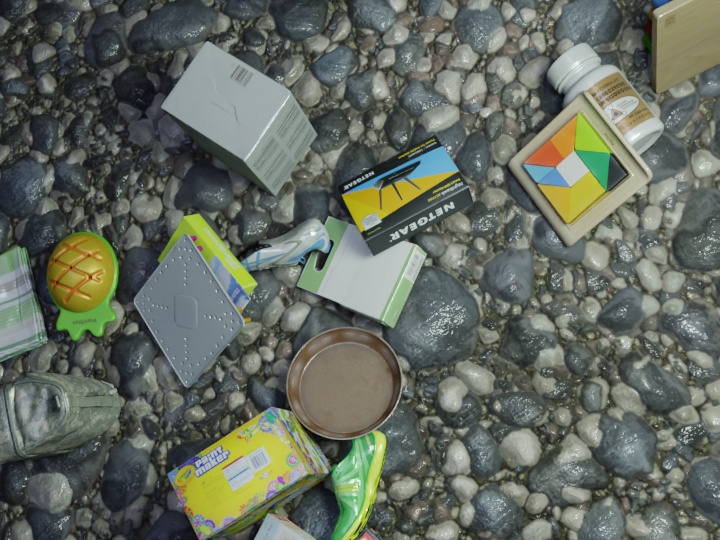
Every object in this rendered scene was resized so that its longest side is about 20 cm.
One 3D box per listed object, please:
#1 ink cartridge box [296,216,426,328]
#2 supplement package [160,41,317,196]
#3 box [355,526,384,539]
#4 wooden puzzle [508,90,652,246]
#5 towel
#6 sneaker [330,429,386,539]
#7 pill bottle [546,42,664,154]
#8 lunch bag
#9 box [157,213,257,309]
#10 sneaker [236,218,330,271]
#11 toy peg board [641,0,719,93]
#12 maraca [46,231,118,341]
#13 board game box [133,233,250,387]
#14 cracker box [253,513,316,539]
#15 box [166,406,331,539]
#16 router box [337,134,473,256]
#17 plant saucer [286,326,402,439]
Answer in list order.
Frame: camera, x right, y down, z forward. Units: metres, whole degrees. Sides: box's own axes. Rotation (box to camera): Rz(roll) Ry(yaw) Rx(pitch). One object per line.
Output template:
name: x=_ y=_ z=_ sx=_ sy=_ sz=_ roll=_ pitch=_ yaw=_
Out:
ink cartridge box: x=0.000 y=0.000 z=1.555 sx=0.199 sy=0.048 sz=0.146 roll=20 pitch=82 yaw=36
supplement package: x=-0.209 y=-0.265 z=1.571 sx=0.191 sy=0.200 sz=0.147 roll=34 pitch=85 yaw=15
box: x=0.040 y=0.539 z=1.434 sx=0.200 sy=0.038 sz=0.137 roll=40 pitch=89 yaw=16
wooden puzzle: x=0.357 y=-0.166 z=1.468 sx=0.200 sy=0.037 sz=0.186 roll=-46 pitch=70 yaw=37
towel: x=-0.686 y=0.068 z=1.680 sx=0.148 sy=0.031 sz=0.201 roll=-21 pitch=75 yaw=5
sneaker: x=-0.015 y=0.362 z=1.468 sx=0.083 sy=0.074 sz=0.201 roll=14 pitch=72 yaw=12
pill bottle: x=0.410 y=-0.283 z=1.498 sx=0.114 sy=0.114 sz=0.201 roll=-34 pitch=74 yaw=2
lunch bag: x=-0.530 y=0.247 z=1.528 sx=0.167 sy=0.200 sz=0.140 roll=-15 pitch=78 yaw=11
box: x=-0.270 y=0.011 z=1.575 sx=0.200 sy=0.048 sz=0.122 roll=49 pitch=123 yaw=16
sneaker: x=-0.146 y=-0.028 z=1.576 sx=0.199 sy=0.072 sz=0.073 roll=-21 pitch=109 yaw=18
toy peg board: x=0.560 y=-0.430 z=1.468 sx=0.199 sy=0.199 sz=0.098 roll=-27 pitch=59 yaw=4
maraca: x=-0.507 y=0.027 z=1.614 sx=0.136 sy=0.107 sz=0.201 roll=-10 pitch=77 yaw=8
board game box: x=-0.300 y=0.071 z=1.559 sx=0.200 sy=0.026 sz=0.200 roll=-46 pitch=71 yaw=32
cracker box: x=-0.101 y=0.504 z=1.428 sx=0.199 sy=0.058 sz=0.135 roll=25 pitch=85 yaw=35
box: x=-0.173 y=0.332 z=1.440 sx=0.199 sy=0.193 sz=0.122 roll=-33 pitch=73 yaw=2
router box: x=0.077 y=-0.132 z=1.533 sx=0.199 sy=0.051 sz=0.150 roll=-28 pitch=50 yaw=1
plant saucer: x=-0.026 y=0.195 z=1.503 sx=0.199 sy=0.035 sz=0.201 roll=-3 pitch=62 yaw=7
